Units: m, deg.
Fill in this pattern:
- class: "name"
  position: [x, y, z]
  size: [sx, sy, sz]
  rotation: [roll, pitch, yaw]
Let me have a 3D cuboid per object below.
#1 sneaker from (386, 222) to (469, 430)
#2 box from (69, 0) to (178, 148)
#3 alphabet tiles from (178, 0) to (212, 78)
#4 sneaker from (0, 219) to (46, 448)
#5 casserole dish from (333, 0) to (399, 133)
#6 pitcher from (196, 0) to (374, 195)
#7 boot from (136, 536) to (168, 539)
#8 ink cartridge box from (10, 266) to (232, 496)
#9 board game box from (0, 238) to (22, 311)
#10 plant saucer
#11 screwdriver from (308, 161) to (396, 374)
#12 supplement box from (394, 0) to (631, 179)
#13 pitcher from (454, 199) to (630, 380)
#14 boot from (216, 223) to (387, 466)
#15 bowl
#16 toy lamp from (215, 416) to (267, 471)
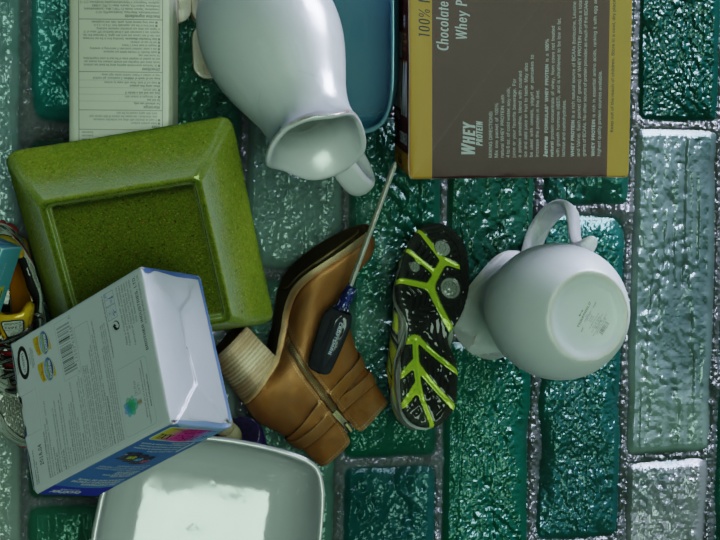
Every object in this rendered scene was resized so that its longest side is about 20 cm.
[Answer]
- class: "sneaker"
  position: [0.054, 0.052, 1.505]
  size: [0.075, 0.076, 0.202]
  rotation: [14, 72, -16]
- class: "box"
  position: [-0.206, -0.192, 1.394]
  size: [0.094, 0.078, 0.202]
  rotation: [2, 94, -3]
- class: "alphabet tiles"
  position: [-0.099, -0.276, 1.462]
  size: [0.198, 0.015, 0.198]
  rotation: [-3, 95, -16]
- class: "sneaker"
  position: [-0.308, 0.059, 1.388]
  size: [0.077, 0.082, 0.202]
  rotation: [-13, 98, -15]
- class: "casserole dish"
  position: [-0.016, -0.215, 1.439]
  size: [0.120, 0.039, 0.202]
  rotation: [6, 102, 27]
- class: "pitcher"
  position: [-0.056, -0.166, 1.375]
  size: [0.121, 0.172, 0.201]
  rotation: [-29, 62, 10]
- class: "boot"
  position: [-0.126, 0.329, 1.469]
  size: [0.198, 0.066, 0.166]
  rotation: [10, 83, -20]
- class: "ink cartridge box"
  position: [-0.210, 0.099, 1.309]
  size: [0.076, 0.199, 0.138]
  rotation: [15, 55, -51]
- class: "board game box"
  position: [-0.388, 0.048, 1.339]
  size: [0.150, 0.047, 0.202]
  rotation: [21, 96, 8]
- class: "plant saucer"
  position: [-0.190, -0.017, 1.374]
  size: [0.198, 0.048, 0.201]
  rotation: [-9, 117, 4]
- class: "screwdriver"
  position: [0.000, 0.000, 1.420]
  size: [0.029, 0.028, 0.201]
  rotation: [26, 98, 9]
- class: "supplement box"
  position: [0.133, -0.188, 1.448]
  size: [0.198, 0.133, 0.199]
  rotation: [-1, 99, -4]
- class: "pitcher"
  position: [0.177, 0.012, 1.469]
  size: [0.121, 0.200, 0.173]
  rotation: [27, 85, -17]
- class: "boot"
  position: [-0.024, 0.069, 1.482]
  size: [0.200, 0.074, 0.155]
  rotation: [-44, 104, 2]
- class: "bowl"
  position: [-0.140, 0.242, 1.399]
  size: [0.198, 0.075, 0.202]
  rotation: [10, 90, -13]
- class: "toy lamp"
  position: [-0.134, 0.122, 1.420]
  size: [0.058, 0.058, 0.201]
  rotation: [-38, 132, -11]
